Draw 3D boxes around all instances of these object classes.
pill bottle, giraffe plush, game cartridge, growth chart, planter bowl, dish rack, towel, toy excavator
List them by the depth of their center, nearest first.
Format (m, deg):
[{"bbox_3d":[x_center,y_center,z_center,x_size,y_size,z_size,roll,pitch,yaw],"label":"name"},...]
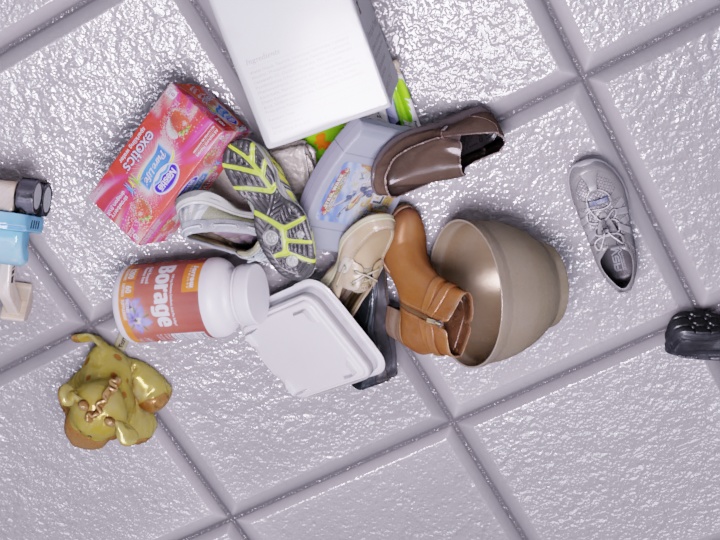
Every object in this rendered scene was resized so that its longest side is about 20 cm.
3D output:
[{"bbox_3d":[-0.007,-0.108,1.621,0.133,0.042,0.200,5,126,-39],"label":"game cartridge"},{"bbox_3d":[-0.011,-0.183,1.643,0.199,0.018,0.145,-22,114,14],"label":"growth chart"},{"bbox_3d":[0.196,0.026,1.655,0.134,0.200,0.201,-5,120,-25],"label":"planter bowl"},{"bbox_3d":[-0.146,-0.104,1.674,0.199,0.035,0.133,-7,116,14],"label":"towel"},{"bbox_3d":[-0.492,-0.028,1.690,0.099,0.194,0.201,8,89,-1],"label":"toy excavator"},{"bbox_3d":[-0.234,0.040,1.697,0.199,0.112,0.113,-5,117,17],"label":"pill bottle"},{"bbox_3d":[-0.077,0.108,1.721,0.200,0.044,0.172,-23,111,48],"label":"dish rack"},{"bbox_3d":[-0.370,0.195,1.769,0.172,0.162,0.201,9,117,-1],"label":"giraffe plush"}]

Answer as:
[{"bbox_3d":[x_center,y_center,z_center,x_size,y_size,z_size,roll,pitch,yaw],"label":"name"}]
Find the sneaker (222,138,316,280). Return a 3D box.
[{"bbox_3d":[-0.107,-0.084,1.594,0.075,0.076,0.201,-22,95,16],"label":"sneaker"}]

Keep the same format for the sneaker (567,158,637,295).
[{"bbox_3d":[0.339,-0.059,1.649,0.075,0.082,0.200,-21,114,13],"label":"sneaker"}]

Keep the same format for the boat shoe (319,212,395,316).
[{"bbox_3d":[0.000,0.000,1.652,0.072,0.065,0.200,-1,143,-31],"label":"boat shoe"}]

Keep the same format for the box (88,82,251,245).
[{"bbox_3d":[-0.251,-0.140,1.608,0.100,0.095,0.200,43,107,9],"label":"box"}]

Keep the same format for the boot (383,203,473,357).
[{"bbox_3d":[0.095,0.015,1.645,0.073,0.155,0.201,-9,103,-29],"label":"boot"}]

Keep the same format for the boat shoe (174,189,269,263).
[{"bbox_3d":[-0.164,-0.044,1.616,0.074,0.065,0.202,-24,149,29],"label":"boat shoe"}]

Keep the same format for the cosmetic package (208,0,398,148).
[{"bbox_3d":[-0.065,-0.284,1.500,0.166,0.167,0.201,-18,108,11],"label":"cosmetic package"}]

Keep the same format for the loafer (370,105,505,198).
[{"bbox_3d":[0.104,-0.151,1.575,0.200,0.071,0.073,-30,131,-16],"label":"loafer"}]

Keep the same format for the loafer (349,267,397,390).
[{"bbox_3d":[0.022,0.071,1.749,0.072,0.073,0.201,-8,115,-29],"label":"loafer"}]

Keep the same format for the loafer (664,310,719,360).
[{"bbox_3d":[0.532,0.099,1.733,0.200,0.068,0.071,4,136,-2],"label":"loafer"}]
